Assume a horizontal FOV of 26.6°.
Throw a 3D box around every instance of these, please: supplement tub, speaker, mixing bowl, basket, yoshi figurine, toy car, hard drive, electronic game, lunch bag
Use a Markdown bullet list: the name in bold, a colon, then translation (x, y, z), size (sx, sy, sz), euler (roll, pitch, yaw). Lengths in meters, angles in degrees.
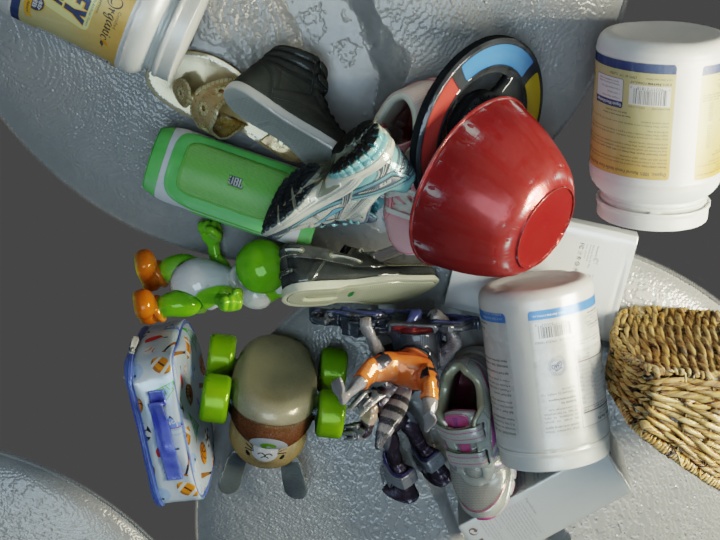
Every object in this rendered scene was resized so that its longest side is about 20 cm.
- **supplement tub**: translation (-0.266, -0.299, 1.605), size (0.198, 0.145, 0.145), euler (25, 110, -5)
- **speaker**: translation (-0.140, -0.094, 1.711), size (0.198, 0.089, 0.089), euler (19, 110, -3)
- **mixing bowl**: translation (0.154, -0.070, 1.606), size (0.108, 0.199, 0.202), euler (33, 113, 31)
- **basket**: translation (0.343, 0.141, 1.702), size (0.141, 0.200, 0.151), euler (2, 111, 2)
- **yoshi figurine**: translation (-0.161, 0.003, 1.738), size (0.197, 0.112, 0.114), euler (-6, 103, 3)
- **supplement tub**: translation (0.205, 0.109, 1.694), size (0.130, 0.132, 0.202), euler (-6, 100, 6)
- **toy car**: translation (-0.109, 0.192, 1.788), size (0.162, 0.158, 0.202), euler (8, 122, -4)
- **hard drive**: translation (0.206, -0.001, 1.752), size (0.198, 0.026, 0.133), euler (12, 110, -1)
- **electronic game**: translation (0.126, -0.155, 1.634), size (0.041, 0.199, 0.202), euler (31, 115, 37)
- **lunch bag**: translation (-0.222, 0.162, 1.768), size (0.075, 0.161, 0.202), euler (-9, 110, 6)
- **supplement tub**: translation (0.318, -0.155, 1.627), size (0.143, 0.145, 0.202), euler (2, 110, 3)

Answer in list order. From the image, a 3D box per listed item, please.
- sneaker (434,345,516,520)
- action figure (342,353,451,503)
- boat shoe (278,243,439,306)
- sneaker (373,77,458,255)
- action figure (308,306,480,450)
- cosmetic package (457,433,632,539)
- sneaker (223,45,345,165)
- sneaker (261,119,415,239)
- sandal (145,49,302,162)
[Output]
- **sneaker**: translation (0.123, 0.187, 1.754), size (0.081, 0.088, 0.202), euler (-12, 81, 26)
- **action figure**: translation (0.039, 0.179, 1.787), size (0.129, 0.069, 0.202), euler (-31, 121, -19)
- **boat shoe**: translation (0.000, 0.000, 1.720), size (0.198, 0.068, 0.072), euler (1, 154, -28)
- **sneaker**: translation (0.046, -0.110, 1.673), size (0.075, 0.104, 0.202), euler (19, 109, 28)
- **action figure**: translation (0.029, 0.102, 1.696), size (0.198, 0.194, 0.106), euler (6, 119, 19)
- **cosmetic package**: translation (0.215, 0.259, 1.807), size (0.199, 0.102, 0.072), euler (-31, 106, 15)
- **sneaker**: translation (-0.043, -0.172, 1.662), size (0.199, 0.100, 0.071), euler (35, 153, -2)
- **sneaker**: translation (-0.025, -0.072, 1.609), size (0.086, 0.078, 0.199), euler (39, 132, -24)
- **sandal**: translation (-0.144, -0.178, 1.688), size (0.210, 0.070, 0.078), euler (26, 109, -6)
